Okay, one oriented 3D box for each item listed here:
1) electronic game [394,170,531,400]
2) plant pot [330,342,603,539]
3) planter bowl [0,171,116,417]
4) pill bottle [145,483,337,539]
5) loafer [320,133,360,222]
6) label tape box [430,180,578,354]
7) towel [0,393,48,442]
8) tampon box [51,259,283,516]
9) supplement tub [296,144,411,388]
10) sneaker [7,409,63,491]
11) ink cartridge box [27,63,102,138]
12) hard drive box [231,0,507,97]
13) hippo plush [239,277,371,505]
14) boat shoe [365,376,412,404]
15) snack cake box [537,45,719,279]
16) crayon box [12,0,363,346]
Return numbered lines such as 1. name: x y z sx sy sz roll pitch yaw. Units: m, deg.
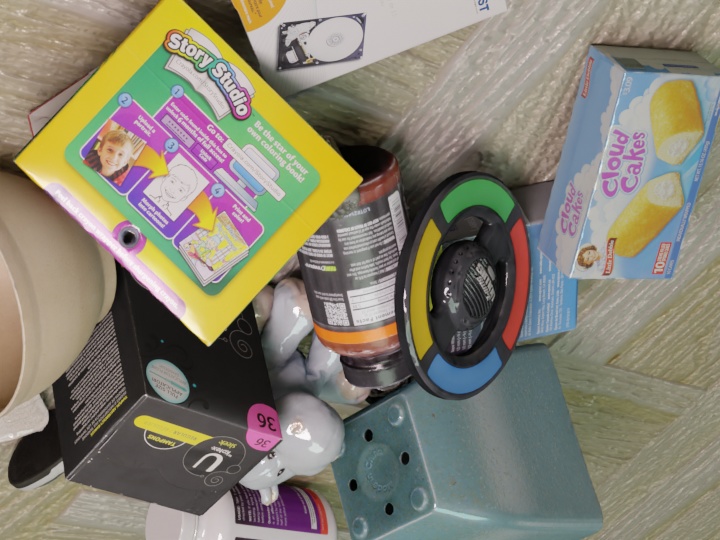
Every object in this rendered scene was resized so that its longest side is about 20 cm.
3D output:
1. electronic game: 0.093 0.014 1.479 0.041 0.202 0.200 7 161 37
2. plant pot: 0.080 0.195 1.639 0.199 0.198 0.196 4 152 -47
3. planter bowl: -0.284 0.006 1.364 0.134 0.200 0.201 -24 154 -45
4. pill bottle: -0.129 0.284 1.825 0.198 0.113 0.113 14 132 -36
5. loafer: -0.101 -0.068 1.339 0.197 0.071 0.075 -6 163 -8
6. label tape box: 0.107 0.004 1.607 0.198 0.066 0.144 -11 129 -9
7. towel: -0.370 0.108 1.558 0.131 0.035 0.201 -18 143 -4
8. tampon box: -0.176 0.085 1.474 0.149 0.201 0.126 21 128 -37
9. supplement tub: 0.000 0.000 1.476 0.106 0.107 0.202 -15 115 -7
10. sneaker: -0.242 0.169 1.660 0.199 0.084 0.121 -36 131 18
11. ink cartridge box: -0.166 -0.084 1.385 0.116 0.068 0.200 -30 141 11
12. hard drive box: -0.003 -0.236 1.265 0.198 0.077 0.156 -22 144 1
13. hippo plush: -0.087 0.113 1.561 0.198 0.162 0.160 -14 125 20
14. boat shoe: 0.016 0.093 1.689 0.071 0.071 0.201 -20 143 0
15. snack cake box: 0.243 -0.095 1.510 0.114 0.067 0.202 -1 118 -25
16. crayon box: -0.128 -0.076 1.260 0.200 0.058 0.173 44 86 -10
